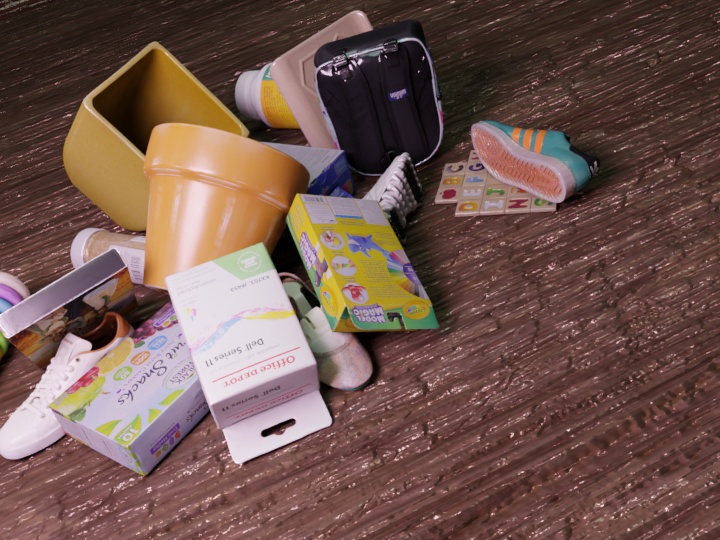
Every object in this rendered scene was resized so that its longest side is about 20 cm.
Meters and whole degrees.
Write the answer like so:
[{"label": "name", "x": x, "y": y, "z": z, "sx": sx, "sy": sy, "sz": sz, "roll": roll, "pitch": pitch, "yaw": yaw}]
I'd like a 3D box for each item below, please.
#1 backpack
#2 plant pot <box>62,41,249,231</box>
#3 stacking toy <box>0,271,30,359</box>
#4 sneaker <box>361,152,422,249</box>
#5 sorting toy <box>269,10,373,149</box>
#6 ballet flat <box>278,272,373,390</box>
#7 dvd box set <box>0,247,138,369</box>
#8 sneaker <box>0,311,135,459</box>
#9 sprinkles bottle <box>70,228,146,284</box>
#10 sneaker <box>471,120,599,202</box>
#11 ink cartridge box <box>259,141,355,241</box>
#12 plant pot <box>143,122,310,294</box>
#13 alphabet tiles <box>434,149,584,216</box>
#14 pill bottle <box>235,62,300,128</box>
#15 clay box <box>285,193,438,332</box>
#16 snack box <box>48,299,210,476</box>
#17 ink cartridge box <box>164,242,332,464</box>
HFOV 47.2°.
[{"label": "backpack", "x": 0.031, "y": -0.246, "z": 1.195, "sx": 0.176, "sy": 0.202, "sz": 0.151, "roll": -15, "pitch": 30, "yaw": 8}, {"label": "plant pot", "x": -0.325, "y": -0.174, "z": 1.236, "sx": 0.200, "sy": 0.195, "sz": 0.195, "roll": -36, "pitch": 17, "yaw": 42}, {"label": "stacking toy", "x": -0.486, "y": 0.094, "z": 1.047, "sx": 0.084, "sy": 0.086, "sz": 0.201, "roll": -12, "pitch": 40, "yaw": 6}, {"label": "sneaker", "x": 0.029, "y": -0.090, "z": 1.098, "sx": 0.080, "sy": 0.076, "sz": 0.201, "roll": -8, "pitch": 34, "yaw": 26}, {"label": "sorting toy", "x": -0.030, "y": -0.284, "z": 1.295, "sx": 0.200, "sy": 0.186, "sz": 0.036, "roll": -40, "pitch": 19, "yaw": -28}, {"label": "ballet flat", "x": -0.055, "y": 0.061, "z": 0.922, "sx": 0.068, "sy": 0.068, "sz": 0.200, "roll": -31, "pitch": 38, "yaw": -18}, {"label": "dvd box set", "x": -0.333, "y": 0.050, "z": 0.960, "sx": 0.146, "sy": 0.200, "sz": 0.030, "roll": -34, "pitch": 83, "yaw": -19}, {"label": "sneaker", "x": -0.342, "y": 0.122, "z": 0.942, "sx": 0.072, "sy": 0.085, "sz": 0.200, "roll": 15, "pitch": 47, "yaw": 34}, {"label": "sprinkles bottle", "x": -0.306, "y": -0.015, "z": 1.127, "sx": 0.198, "sy": 0.069, "sz": 0.068, "roll": 8, "pitch": 42, "yaw": 30}, {"label": "sneaker", "x": 0.230, "y": -0.154, "z": 1.095, "sx": 0.079, "sy": 0.072, "sz": 0.200, "roll": -26, "pitch": 41, "yaw": -21}, {"label": "ink cartridge box", "x": -0.101, "y": -0.112, "z": 1.169, "sx": 0.198, "sy": 0.077, "sz": 0.137, "roll": 9, "pitch": 43, "yaw": 34}, {"label": "plant pot", "x": -0.178, "y": -0.054, "z": 0.998, "sx": 0.198, "sy": 0.200, "sz": 0.185, "roll": 9, "pitch": 80, "yaw": 31}, {"label": "alphabet tiles", "x": 0.205, "y": -0.126, "z": 1.126, "sx": 0.198, "sy": 0.006, "sz": 0.167, "roll": -2, "pitch": 38, "yaw": 19}, {"label": "pill bottle", "x": -0.109, "y": -0.297, "z": 1.393, "sx": 0.198, "sy": 0.114, "sz": 0.113, "roll": 7, "pitch": 41, "yaw": 30}, {"label": "clay box", "x": 0.000, "y": 0.000, "z": 0.925, "sx": 0.114, "sy": 0.048, "sz": 0.201, "roll": 2, "pitch": 46, "yaw": -31}, {"label": "snack box", "x": -0.223, "y": 0.121, "z": 0.921, "sx": 0.141, "sy": 0.053, "sz": 0.200, "roll": 14, "pitch": 45, "yaw": 34}, {"label": "ink cartridge box", "x": -0.115, "y": 0.082, "z": 0.852, "sx": 0.116, "sy": 0.068, "sz": 0.201, "roll": -21, "pitch": 60, "yaw": -12}]
